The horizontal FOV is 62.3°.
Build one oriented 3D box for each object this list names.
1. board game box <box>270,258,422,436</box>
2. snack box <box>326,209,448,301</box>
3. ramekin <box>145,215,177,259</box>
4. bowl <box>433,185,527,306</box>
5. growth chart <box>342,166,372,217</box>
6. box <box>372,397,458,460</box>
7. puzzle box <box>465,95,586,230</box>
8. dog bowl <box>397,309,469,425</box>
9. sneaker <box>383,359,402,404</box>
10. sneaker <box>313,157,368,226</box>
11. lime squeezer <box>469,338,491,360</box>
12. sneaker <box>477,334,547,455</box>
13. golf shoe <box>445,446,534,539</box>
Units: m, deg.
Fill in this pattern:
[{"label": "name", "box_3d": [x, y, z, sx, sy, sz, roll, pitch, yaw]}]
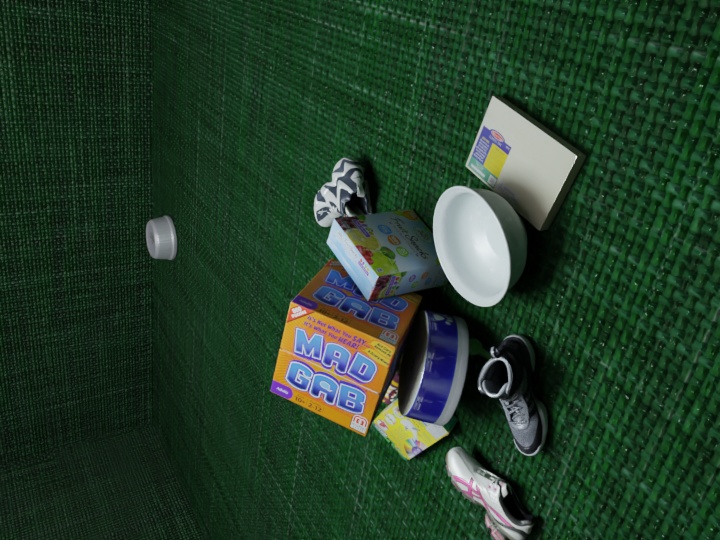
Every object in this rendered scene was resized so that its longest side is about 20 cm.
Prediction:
[{"label": "board game box", "box_3d": [-0.024, 0.136, 1.116, 0.197, 0.200, 0.203, 22, 119, 10]}, {"label": "snack box", "box_3d": [0.060, -0.036, 1.147, 0.169, 0.197, 0.068, 52, 136, 33]}, {"label": "ramekin", "box_3d": [-0.907, -0.145, 2.703, 0.201, 0.093, 0.207, 20, 114, 54]}, {"label": "bowl", "box_3d": [0.213, -0.051, 0.994, 0.201, 0.089, 0.204, 47, 147, 44]}, {"label": "growth chart", "box_3d": [-0.011, -0.143, 1.400, 0.144, 0.017, 0.204, -16, 83, 58]}, {"label": "box", "box_3d": [0.108, 0.324, 1.265, 0.117, 0.048, 0.200, 46, 137, 7]}, {"label": "puzzle box", "box_3d": [0.260, -0.178, 0.968, 0.201, 0.025, 0.135, 52, 138, 37]}, {"label": "dog bowl", "box_3d": [0.132, 0.179, 1.111, 0.200, 0.077, 0.204, -166, 90, -85]}, {"label": "sneaker", "box_3d": [0.080, 0.247, 1.311, 0.199, 0.074, 0.092, -21, 88, 63]}, {"label": "sneaker", "box_3d": [-0.040, -0.140, 1.355, 0.200, 0.078, 0.131, -51, 46, 38]}, {"label": "lime squeezer", "box_3d": [0.207, 0.164, 1.131, 0.071, 0.038, 0.199, 51, 147, -10]}, {"label": "sneaker", "box_3d": [0.248, 0.215, 0.987, 0.075, 0.113, 0.205, -10, 88, 42]}, {"label": "golf shoe", "box_3d": [0.240, 0.401, 1.099, 0.200, 0.072, 0.093, 48, 129, 26]}]
